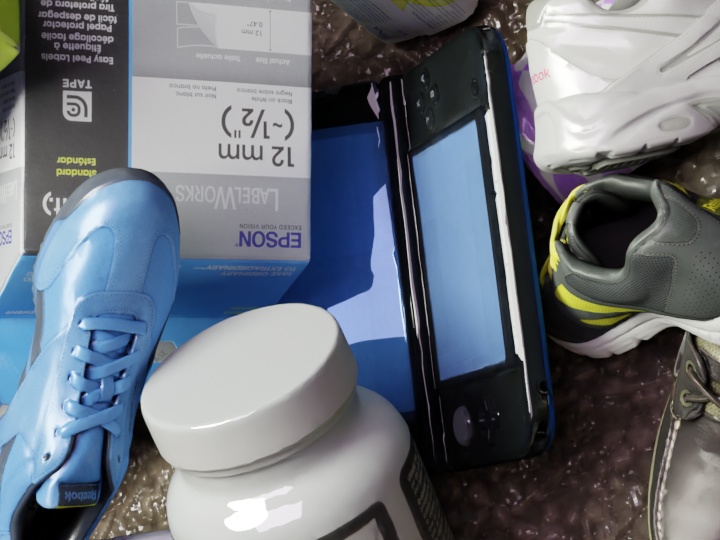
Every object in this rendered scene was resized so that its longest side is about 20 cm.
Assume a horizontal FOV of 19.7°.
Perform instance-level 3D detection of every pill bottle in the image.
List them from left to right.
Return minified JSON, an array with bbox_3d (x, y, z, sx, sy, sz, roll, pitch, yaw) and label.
[{"bbox_3d":[-0.018,0.123,0.935,0.116,0.201,0.117,-18,25,9],"label":"pill bottle"}]

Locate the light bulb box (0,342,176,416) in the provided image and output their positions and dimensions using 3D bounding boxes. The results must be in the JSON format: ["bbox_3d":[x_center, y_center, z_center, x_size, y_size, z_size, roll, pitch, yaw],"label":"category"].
[{"bbox_3d":[-0.229,0.015,1.054,0.198,0.200,0.125,-41,36,13],"label":"light bulb box"}]

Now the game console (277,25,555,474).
[{"bbox_3d":[0.000,0.000,0.992,0.118,0.171,0.201,-5,82,-19],"label":"game console"}]

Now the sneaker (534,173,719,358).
[{"bbox_3d":[0.116,-0.012,0.934,0.200,0.084,0.075,-8,55,63],"label":"sneaker"}]

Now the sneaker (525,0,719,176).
[{"bbox_3d":[0.163,-0.106,0.902,0.199,0.078,0.100,-12,89,-18],"label":"sneaker"}]

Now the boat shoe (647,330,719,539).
[{"bbox_3d":[0.173,0.044,0.944,0.073,0.065,0.201,16,85,27],"label":"boat shoe"}]

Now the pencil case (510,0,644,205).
[{"bbox_3d":[0.151,-0.115,0.988,0.199,0.084,0.086,-35,29,12],"label":"pencil case"}]

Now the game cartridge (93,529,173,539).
[{"bbox_3d":[-0.143,0.163,1.031,0.199,0.133,0.042,-13,70,22],"label":"game cartridge"}]

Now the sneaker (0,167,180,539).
[{"bbox_3d":[-0.118,0.054,0.914,0.201,0.066,0.079,-67,30,23],"label":"sneaker"}]

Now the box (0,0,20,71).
[{"bbox_3d":[-0.207,-0.123,0.935,0.122,0.048,0.201,-38,39,26],"label":"box"}]

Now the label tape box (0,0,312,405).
[{"bbox_3d":[-0.097,-0.039,0.964,0.066,0.142,0.201,171,99,-64],"label":"label tape box"}]

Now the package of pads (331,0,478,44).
[{"bbox_3d":[-0.004,-0.230,1.050,0.068,0.154,0.201,-14,70,23],"label":"package of pads"}]
